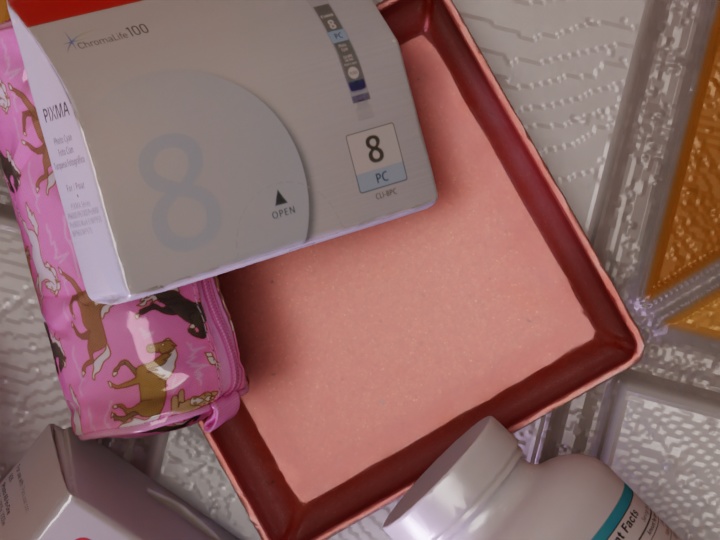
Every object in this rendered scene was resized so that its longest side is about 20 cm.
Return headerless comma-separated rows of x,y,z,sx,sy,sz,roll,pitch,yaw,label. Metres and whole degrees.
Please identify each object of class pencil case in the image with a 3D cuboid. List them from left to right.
-0.109,-0.022,1.019,0.082,0.086,0.201,-13,90,-22,pencil case

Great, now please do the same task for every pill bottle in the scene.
0.103,0.158,1.002,0.200,0.111,0.111,45,98,0,pill bottle

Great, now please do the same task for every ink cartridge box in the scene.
-0.140,0.194,1.039,0.146,0.084,0.200,35,98,-22,ink cartridge box
-0.064,-0.103,0.974,0.159,0.047,0.201,-18,97,-30,ink cartridge box

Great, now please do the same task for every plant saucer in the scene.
0.000,0.000,1.060,0.199,0.037,0.200,-30,87,8,plant saucer
